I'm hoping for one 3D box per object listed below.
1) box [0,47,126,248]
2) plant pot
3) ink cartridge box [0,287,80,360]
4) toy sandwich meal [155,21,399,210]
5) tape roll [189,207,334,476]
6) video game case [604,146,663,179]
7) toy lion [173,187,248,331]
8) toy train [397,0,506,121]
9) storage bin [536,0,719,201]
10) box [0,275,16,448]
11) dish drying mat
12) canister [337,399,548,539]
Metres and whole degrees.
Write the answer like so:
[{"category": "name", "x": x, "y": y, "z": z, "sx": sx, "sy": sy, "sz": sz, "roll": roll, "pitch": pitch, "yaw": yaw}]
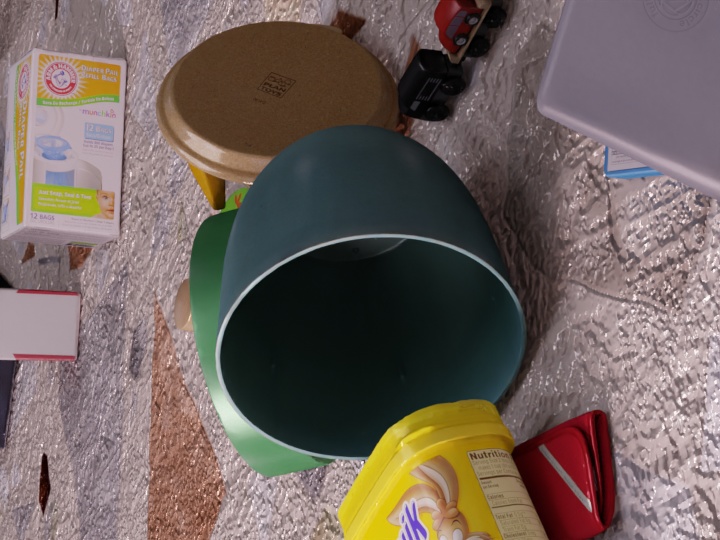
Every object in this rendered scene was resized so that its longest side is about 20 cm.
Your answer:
[{"category": "box", "x": -0.328, "y": -0.134, "z": 2.045, "sx": 0.101, "sy": 0.112, "sz": 0.201, "roll": -16, "pitch": 70, "yaw": 63}, {"category": "plant pot", "x": 0.000, "y": 0.000, "z": 1.236, "sx": 0.161, "sy": 0.199, "sz": 0.201, "roll": -98, "pitch": 26, "yaw": -48}, {"category": "ink cartridge box", "x": -0.429, "y": 0.063, "z": 2.187, "sx": 0.200, "sy": 0.144, "sz": 0.084, "roll": 178, "pitch": 94, "yaw": -65}, {"category": "toy sandwich meal", "x": -0.065, "y": -0.118, "z": 1.416, "sx": 0.071, "sy": 0.204, "sz": 0.206, "roll": 91, "pitch": 164, "yaw": -45}, {"category": "tape roll", "x": -0.065, "y": 0.050, "z": 1.378, "sx": 0.200, "sy": 0.048, "sz": 0.202, "roll": -14, "pitch": -90, "yaw": -74}, {"category": "video game case", "x": 0.188, "y": -0.157, "z": 1.052, "sx": 0.143, "sy": 0.018, "sz": 0.201, "roll": 178, "pitch": 96, "yaw": -66}, {"category": "toy lion", "x": -0.081, "y": -0.018, "z": 1.565, "sx": 0.200, "sy": 0.068, "sz": 0.193, "roll": 29, "pitch": 105, "yaw": 63}, {"category": "toy train", "x": 0.073, "y": -0.175, "z": 1.268, "sx": 0.200, "sy": 0.046, "sz": 0.034, "roll": 122, "pitch": 144, "yaw": -44}, {"category": "storage bin", "x": 0.178, "y": -0.136, "z": 0.892, "sx": 0.145, "sy": 0.134, "sz": 0.201, "roll": -36, "pitch": -34, "yaw": -61}, {"category": "box", "x": -0.529, "y": 0.108, "z": 2.425, "sx": 0.200, "sy": 0.122, "sz": 0.200, "roll": -149, "pitch": 65, "yaw": -63}, {"category": "dish drying mat", "x": 0.101, "y": 0.150, "z": 1.184, "sx": 0.200, "sy": 0.018, "sz": 0.077, "roll": 143, "pitch": 126, "yaw": -58}, {"category": "canister", "x": 0.069, "y": 0.204, "z": 1.140, "sx": 0.201, "sy": 0.086, "sz": 0.149, "roll": 67, "pitch": 147, "yaw": 31}]
